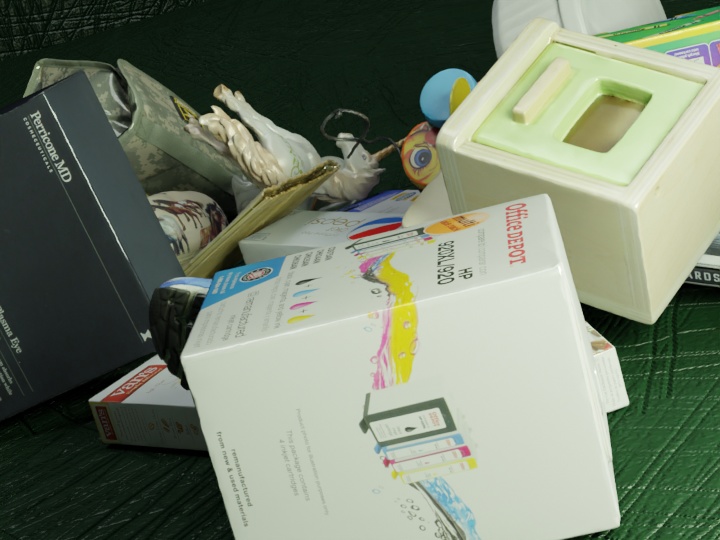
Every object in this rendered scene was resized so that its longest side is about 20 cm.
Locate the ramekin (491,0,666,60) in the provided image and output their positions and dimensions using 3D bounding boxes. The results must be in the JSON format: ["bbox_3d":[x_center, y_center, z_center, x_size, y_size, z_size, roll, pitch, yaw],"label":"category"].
[{"bbox_3d":[0.192,-0.190,1.563,0.094,0.203,0.202,-19,13,30],"label":"ramekin"}]

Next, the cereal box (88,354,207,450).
[{"bbox_3d":[-0.066,0.073,1.214,0.199,0.040,0.144,-1,24,41],"label":"cereal box"}]

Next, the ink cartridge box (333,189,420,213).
[{"bbox_3d":[0.045,-0.027,1.430,0.119,0.042,0.199,-27,23,-37],"label":"ink cartridge box"}]

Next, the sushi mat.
[{"bbox_3d":[-0.102,-0.019,1.417,0.200,0.012,0.095,-40,-7,38],"label":"sushi mat"}]

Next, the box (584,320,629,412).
[{"bbox_3d":[0.116,0.043,1.140,0.038,0.042,0.200,-18,18,-6],"label":"box"}]

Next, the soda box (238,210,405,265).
[{"bbox_3d":[0.000,0.000,1.335,0.063,0.069,0.199,-30,22,-35],"label":"soda box"}]

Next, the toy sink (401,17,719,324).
[{"bbox_3d":[0.126,-0.074,1.161,0.199,0.112,0.130,20,55,33],"label":"toy sink"}]

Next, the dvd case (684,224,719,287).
[{"bbox_3d":[0.224,-0.053,1.206,0.199,0.025,0.151,8,50,24],"label":"dvd case"}]

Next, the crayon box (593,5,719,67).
[{"bbox_3d":[0.236,-0.133,1.438,0.198,0.120,0.058,-13,16,1],"label":"crayon box"}]

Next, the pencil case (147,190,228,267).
[{"bbox_3d":[-0.176,-0.014,1.476,0.089,0.078,0.200,28,20,16],"label":"pencil case"}]

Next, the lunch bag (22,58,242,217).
[{"bbox_3d":[-0.211,-0.117,1.714,0.199,0.164,0.118,8,71,44],"label":"lunch bag"}]

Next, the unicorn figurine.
[{"bbox_3d":[-0.060,-0.096,1.478,0.137,0.074,0.200,35,27,8],"label":"unicorn figurine"}]

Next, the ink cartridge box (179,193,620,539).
[{"bbox_3d":[0.026,0.064,0.972,0.198,0.146,0.147,-13,16,7],"label":"ink cartridge box"}]

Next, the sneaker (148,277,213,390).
[{"bbox_3d":[-0.031,0.044,1.100,0.198,0.079,0.089,16,29,-7],"label":"sneaker"}]

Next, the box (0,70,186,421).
[{"bbox_3d":[-0.245,-0.011,1.317,0.181,0.201,0.104,-23,10,14],"label":"box"}]

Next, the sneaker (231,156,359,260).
[{"bbox_3d":[-0.055,-0.079,1.599,0.075,0.093,0.200,-10,17,20],"label":"sneaker"}]

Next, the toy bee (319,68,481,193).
[{"bbox_3d":[0.078,-0.089,1.382,0.199,0.109,0.130,-30,-36,35],"label":"toy bee"}]
